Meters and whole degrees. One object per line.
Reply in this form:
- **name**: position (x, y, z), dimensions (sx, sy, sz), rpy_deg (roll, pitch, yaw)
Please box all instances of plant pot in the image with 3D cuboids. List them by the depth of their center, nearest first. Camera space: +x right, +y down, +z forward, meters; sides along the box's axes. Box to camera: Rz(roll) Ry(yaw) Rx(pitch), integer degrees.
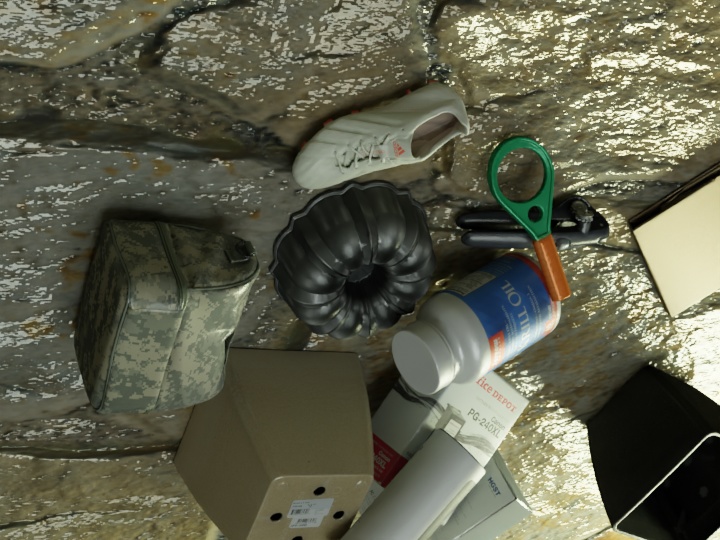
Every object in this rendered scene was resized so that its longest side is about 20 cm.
- **plant pot**: position (-0.090, 0.232, 1.633), dimensions (0.197, 0.178, 0.202), rpy_deg (4, 128, -29)
- **plant pot**: position (0.441, 0.256, 1.912), dimensions (0.199, 0.178, 0.200), rpy_deg (24, 117, -38)

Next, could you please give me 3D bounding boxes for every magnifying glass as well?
- **magnifying glass**: position (0.203, -0.059, 1.562), dimensions (0.079, 0.022, 0.202), rpy_deg (-25, 105, -12)

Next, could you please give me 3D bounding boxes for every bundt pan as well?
- **bundt pan**: position (0.000, 0.000, 1.542), dimensions (0.199, 0.076, 0.204), rpy_deg (-13, 133, -15)

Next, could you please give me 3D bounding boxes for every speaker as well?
- **speaker**: position (0.056, 0.289, 1.614), dimensions (0.200, 0.081, 0.081), rpy_deg (-47, 136, -10)

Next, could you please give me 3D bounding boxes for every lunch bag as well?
- **lunch bag**: position (-0.204, 0.052, 1.442), dimensions (0.165, 0.140, 0.202), rpy_deg (2, 129, -26)

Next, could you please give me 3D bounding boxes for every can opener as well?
- **can opener**: position (0.208, -0.047, 1.609), dimensions (0.197, 0.064, 0.079), rpy_deg (-3, 131, -24)

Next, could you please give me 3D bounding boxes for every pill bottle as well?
- **pill bottle**: position (0.135, 0.066, 1.597), dimensions (0.199, 0.112, 0.113), rpy_deg (-30, 141, -32)

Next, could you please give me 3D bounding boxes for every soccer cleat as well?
- **soccer cleat**: position (0.021, -0.136, 1.427), dimensions (0.198, 0.078, 0.070), rpy_deg (-26, 136, -2)

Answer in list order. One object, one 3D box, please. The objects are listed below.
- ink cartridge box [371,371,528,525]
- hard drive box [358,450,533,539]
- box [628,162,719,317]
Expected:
- **ink cartridge box**: position (0.101, 0.198, 1.710), dimensions (0.145, 0.083, 0.201), rpy_deg (37, 87, -39)
- **hard drive box**: position (0.105, 0.307, 1.803), dimensions (0.199, 0.157, 0.077), rpy_deg (-34, 145, 8)
- **box**: position (0.445, -0.041, 1.759), dimensions (0.162, 0.021, 0.201), rpy_deg (-32, 136, 4)
